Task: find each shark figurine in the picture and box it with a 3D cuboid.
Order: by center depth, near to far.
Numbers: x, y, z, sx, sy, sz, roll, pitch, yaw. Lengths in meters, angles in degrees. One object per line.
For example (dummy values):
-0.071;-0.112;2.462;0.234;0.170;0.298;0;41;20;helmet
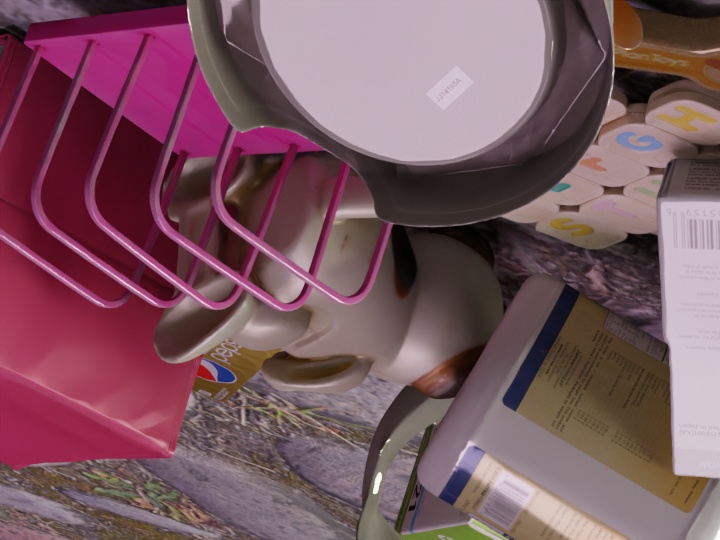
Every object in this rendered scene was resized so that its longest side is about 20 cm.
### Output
0.057;0.088;1.585;0.128;0.214;0.090;53;179;3;shark figurine

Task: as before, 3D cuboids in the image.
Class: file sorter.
-0.089;-0.054;1.357;0.199;0.126;0.139;-1;153;43;file sorter

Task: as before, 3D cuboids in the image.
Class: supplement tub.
0.148;0.109;1.425;0.199;0.145;0.144;31;161;3;supplement tub

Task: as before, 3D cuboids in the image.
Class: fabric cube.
-0.219;-0.003;1.561;0.199;0.201;0.196;30;156;-33;fabric cube

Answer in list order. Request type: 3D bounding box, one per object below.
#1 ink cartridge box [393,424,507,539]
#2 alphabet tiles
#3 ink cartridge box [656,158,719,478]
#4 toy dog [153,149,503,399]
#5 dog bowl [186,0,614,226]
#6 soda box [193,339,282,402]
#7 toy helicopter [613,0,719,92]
0.120;0.114;1.657;0.076;0.148;0.200;27;158;-21;ink cartridge box
0.149;-0.052;1.340;0.195;0.015;0.200;21;156;-28;alphabet tiles
0.258;0.030;1.299;0.199;0.044;0.174;3;122;15;ink cartridge box
0.000;0.000;1.501;0.194;0.140;0.200;-32;139;31;toy dog
0.024;-0.119;1.129;0.199;0.059;0.201;10;126;14;dog bowl
-0.094;0.033;1.749;0.067;0.064;0.200;22;160;-10;soda box
0.105;-0.121;1.190;0.199;0.079;0.132;8;152;-5;toy helicopter
